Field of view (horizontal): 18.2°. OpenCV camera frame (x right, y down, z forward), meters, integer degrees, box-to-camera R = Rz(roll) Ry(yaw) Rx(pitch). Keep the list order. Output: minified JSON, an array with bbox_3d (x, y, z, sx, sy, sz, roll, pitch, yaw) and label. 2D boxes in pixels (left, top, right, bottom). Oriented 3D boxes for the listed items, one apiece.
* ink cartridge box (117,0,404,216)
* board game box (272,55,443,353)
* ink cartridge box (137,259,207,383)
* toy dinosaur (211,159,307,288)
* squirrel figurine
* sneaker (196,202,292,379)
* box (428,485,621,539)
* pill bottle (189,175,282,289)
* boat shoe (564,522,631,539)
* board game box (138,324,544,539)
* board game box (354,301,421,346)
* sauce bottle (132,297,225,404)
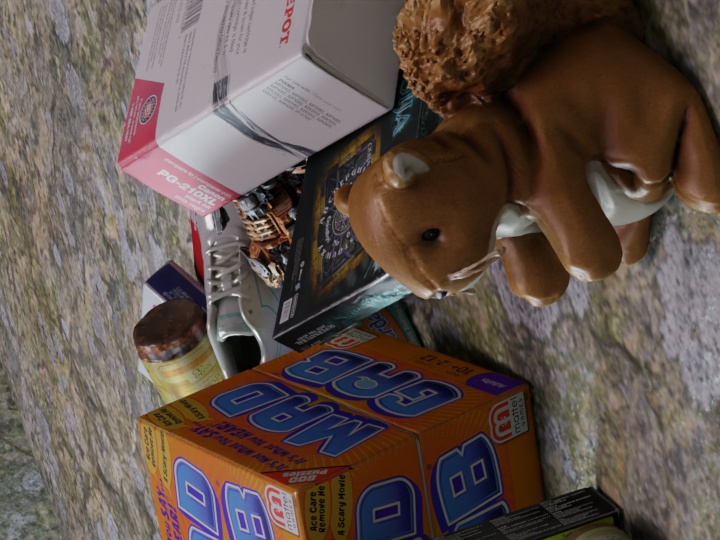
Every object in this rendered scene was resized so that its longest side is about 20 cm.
[{"bbox_3d":[-0.063,-0.145,1.516,0.200,0.084,0.145,-26,44,42],"label":"ink cartridge box"},{"bbox_3d":[0.007,-0.057,1.454,0.135,0.028,0.201,-29,42,47],"label":"board game box"},{"bbox_3d":[-0.107,0.112,1.892,0.196,0.043,0.200,39,150,18],"label":"ink cartridge box"},{"bbox_3d":[-0.052,-0.088,1.669,0.102,0.135,0.200,-122,23,-43],"label":"toy dinosaur"},{"bbox_3d":[0.073,-0.077,1.210,0.141,0.186,0.201,162,92,-73],"label":"squirrel figurine"},{"bbox_3d":[-0.089,0.013,1.736,0.080,0.070,0.201,-27,-76,-65],"label":"sneaker"},{"bbox_3d":[0.080,0.258,1.452,0.048,0.199,0.194,-143,40,-61],"label":"box"},{"bbox_3d":[-0.084,-0.037,1.847,0.112,0.112,0.201,-126,27,-48],"label":"pill bottle"},{"bbox_3d":[0.163,0.262,1.413,0.063,0.073,0.201,-153,51,-70],"label":"boat shoe"},{"bbox_3d":[-0.006,0.181,1.579,0.200,0.199,0.200,17,123,51],"label":"board game box"},{"bbox_3d":[0.008,0.101,1.793,0.200,0.045,0.152,104,146,-56],"label":"board game box"},{"bbox_3d":[-0.114,0.114,1.795,0.200,0.066,0.066,62,171,-32],"label":"sauce bottle"}]
